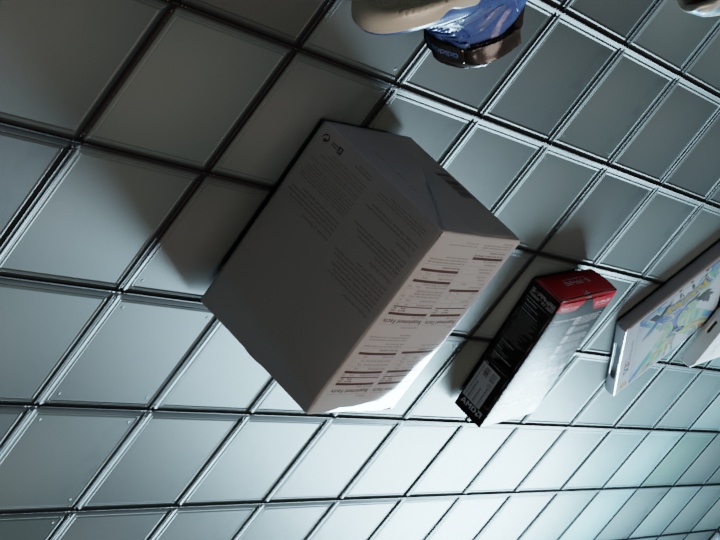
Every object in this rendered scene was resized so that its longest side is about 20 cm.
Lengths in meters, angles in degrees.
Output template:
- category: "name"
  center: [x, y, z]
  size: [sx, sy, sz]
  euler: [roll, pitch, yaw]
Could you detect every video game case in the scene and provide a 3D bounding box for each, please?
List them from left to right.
- category: "video game case"
  center: [0.415, 0.066, 2.491]
  size: [0.200, 0.022, 0.182]
  euler: [-36, 154, -19]

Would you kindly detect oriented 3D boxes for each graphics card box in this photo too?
- category: "graphics card box"
  center: [0.206, 0.091, 2.176]
  size: [0.125, 0.051, 0.200]
  euler: [-11, 137, -51]

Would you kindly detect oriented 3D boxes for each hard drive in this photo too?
- category: "hard drive"
  center: [0.538, 0.074, 2.658]
  size: [0.132, 0.027, 0.200]
  euler: [-55, 160, 20]

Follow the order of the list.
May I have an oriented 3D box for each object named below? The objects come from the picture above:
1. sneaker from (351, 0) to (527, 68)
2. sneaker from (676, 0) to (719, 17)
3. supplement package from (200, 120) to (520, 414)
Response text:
- category: "sneaker"
  center: [0.068, -0.201, 1.488]
  size: [0.200, 0.077, 0.111]
  euler: [-33, 144, -38]
- category: "sneaker"
  center: [0.373, -0.327, 1.771]
  size: [0.081, 0.077, 0.200]
  euler: [-16, 141, -43]
- category: "supplement package"
  center: [0.000, 0.000, 1.600]
  size: [0.200, 0.152, 0.151]
  euler: [-54, 154, 18]
